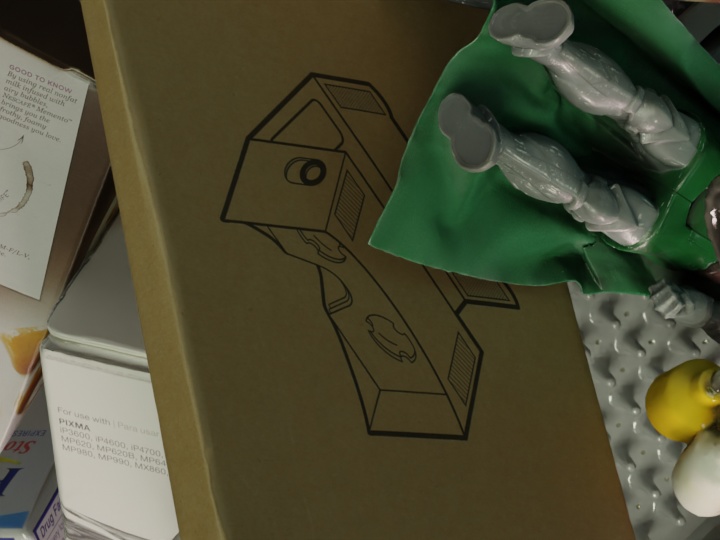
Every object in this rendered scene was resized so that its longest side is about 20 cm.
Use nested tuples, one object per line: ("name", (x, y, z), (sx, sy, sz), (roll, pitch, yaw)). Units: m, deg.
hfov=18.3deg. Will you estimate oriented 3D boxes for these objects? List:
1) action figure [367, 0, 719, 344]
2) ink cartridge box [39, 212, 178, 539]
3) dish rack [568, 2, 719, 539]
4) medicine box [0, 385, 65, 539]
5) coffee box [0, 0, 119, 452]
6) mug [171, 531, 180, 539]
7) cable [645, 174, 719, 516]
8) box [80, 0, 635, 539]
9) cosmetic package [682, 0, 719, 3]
("action figure", (0.103, -0.022, 0.705), (0.199, 0.055, 0.119), (26, 98, -41))
("ink cartridge box", (-0.053, 0.066, 0.880), (0.084, 0.146, 0.201), (10, 131, 16))
("dish rack", (0.112, 0.015, 0.789), (0.200, 0.044, 0.172), (-44, 109, -1))
("medicine box", (-0.178, 0.158, 1.032), (0.181, 0.103, 0.201), (-3, 125, 23))
("coffee box", (-0.127, -0.040, 0.847), (0.079, 0.115, 0.201), (26, 132, -1))
("mug", (0.014, 0.191, 0.801), (0.178, 0.133, 0.201), (48, 166, 33))
("cable", (0.121, 0.042, 0.648), (0.097, 0.050, 0.200), (53, 173, 22))
("box", (0.000, 0.000, 0.672), (0.162, 0.202, 0.021), (7, 151, -40))
("cosmetic package", (0.062, -0.149, 0.703), (0.198, 0.088, 0.104), (5, 128, 18))
